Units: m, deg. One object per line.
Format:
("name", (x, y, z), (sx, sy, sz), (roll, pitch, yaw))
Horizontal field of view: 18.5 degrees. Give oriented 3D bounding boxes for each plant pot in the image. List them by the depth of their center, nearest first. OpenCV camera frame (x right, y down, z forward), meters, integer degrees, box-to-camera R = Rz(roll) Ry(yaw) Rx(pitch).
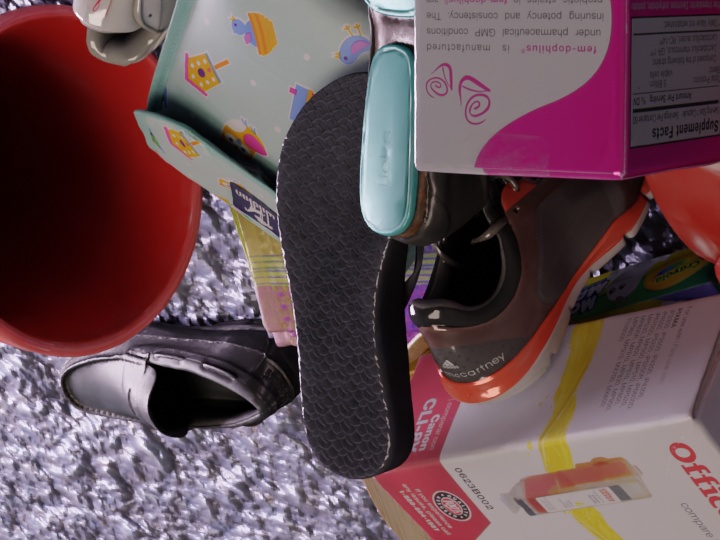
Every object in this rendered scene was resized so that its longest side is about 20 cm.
("plant pot", (-0.222, -0.052, 1.300), (0.177, 0.200, 0.200), (2, 130, 45))

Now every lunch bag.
("lunch bag", (-0.020, -0.084, 1.159), (0.170, 0.122, 0.200), (35, 133, 6))

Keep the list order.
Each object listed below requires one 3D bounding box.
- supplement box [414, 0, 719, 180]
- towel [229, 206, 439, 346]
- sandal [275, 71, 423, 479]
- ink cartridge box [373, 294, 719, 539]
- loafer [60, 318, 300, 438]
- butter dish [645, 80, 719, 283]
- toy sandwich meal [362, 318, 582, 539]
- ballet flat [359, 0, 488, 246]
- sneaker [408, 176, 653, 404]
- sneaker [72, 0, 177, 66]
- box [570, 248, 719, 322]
("supplement box", (0.088, -0.141, 0.928), (0.101, 0.103, 0.200), (5, 98, 33))
("towel", (0.005, -0.027, 1.259), (0.200, 0.023, 0.144), (-3, 109, 36))
("sandal", (-0.001, 0.000, 1.084), (0.076, 0.043, 0.200), (12, 107, 36))
("ink cartridge box", (0.130, 0.100, 1.090), (0.200, 0.083, 0.145), (-15, 127, 42))
("loafer", (-0.123, 0.072, 1.426), (0.200, 0.070, 0.068), (-6, 125, 37))
("butter dish", (0.201, -0.050, 1.009), (0.199, 0.148, 0.200), (7, 151, 28))
("toy sandwich meal", (0.092, 0.100, 1.231), (0.205, 0.070, 0.205), (17, 141, 15))
("ballet flat", (0.034, -0.112, 1.002), (0.068, 0.068, 0.200), (22, 116, 49))
("sneaker", (0.084, -0.034, 1.082), (0.077, 0.200, 0.082), (-1, 142, 40))
("sneaker", (-0.109, -0.170, 1.137), (0.078, 0.099, 0.200), (25, 153, 11))
("box", (0.154, 0.057, 1.245), (0.200, 0.048, 0.117), (-18, 117, 45))
